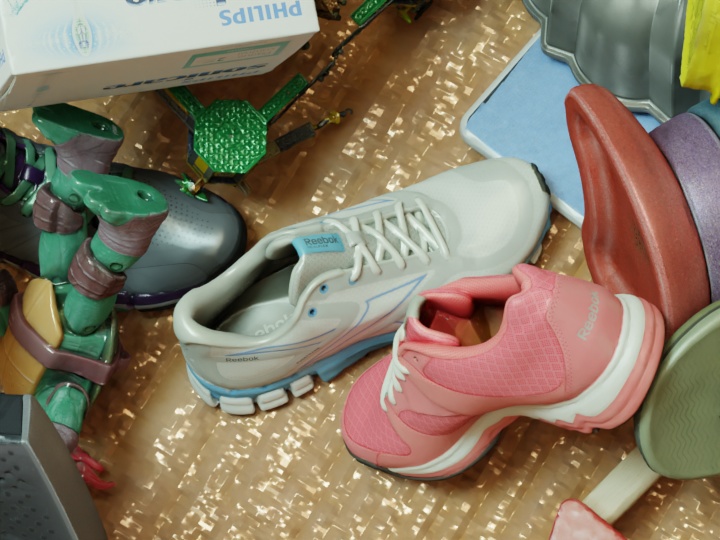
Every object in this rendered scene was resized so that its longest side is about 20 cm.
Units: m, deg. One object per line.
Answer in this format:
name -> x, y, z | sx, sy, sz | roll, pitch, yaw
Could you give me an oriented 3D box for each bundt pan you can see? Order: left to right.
bundt pan -> 0.172, -0.173, 1.106 | 0.200, 0.076, 0.204 | -3, 65, 7

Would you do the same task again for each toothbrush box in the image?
toothbrush box -> -0.115, -0.185, 1.042 | 0.145, 0.085, 0.202 | -9, 85, -19

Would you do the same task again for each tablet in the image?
tablet -> 0.159, -0.060, 1.109 | 0.200, 0.014, 0.130 | 38, 81, 23

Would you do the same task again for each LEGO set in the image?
LEGO set -> -0.057, -0.135, 1.157 | 0.153, 0.116, 0.201 | 38, 79, -3

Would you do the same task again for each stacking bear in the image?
stacking bear -> 0.207, -0.042, 1.026 | 0.198, 0.122, 0.114 | -18, 39, -8

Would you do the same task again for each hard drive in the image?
hard drive -> -0.175, 0.126, 1.022 | 0.134, 0.201, 0.043 | 3, 46, 15

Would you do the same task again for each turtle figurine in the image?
turtle figurine -> -0.159, 0.029, 1.089 | 0.150, 0.100, 0.201 | 41, 117, 31

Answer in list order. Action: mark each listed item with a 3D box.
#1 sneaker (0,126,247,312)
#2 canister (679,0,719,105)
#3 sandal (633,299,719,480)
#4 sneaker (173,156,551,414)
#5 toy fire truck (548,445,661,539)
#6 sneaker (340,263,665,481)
sneaker -> -0.157, -0.033, 1.133 | 0.198, 0.088, 0.075 | 9, 71, 17
canister -> 0.245, -0.128, 0.980 | 0.198, 0.087, 0.149 | 10, 50, 3
sandal -> 0.212, 0.045, 0.958 | 0.199, 0.080, 0.057 | -12, 23, 7
sneaker -> 0.000, 0.000, 1.084 | 0.199, 0.087, 0.075 | -29, 64, 0
toy fire truck -> 0.183, 0.092, 1.023 | 0.140, 0.049, 0.201 | 28, 78, 21
sneaker -> 0.043, 0.035, 1.017 | 0.200, 0.086, 0.074 | -23, 44, 49
